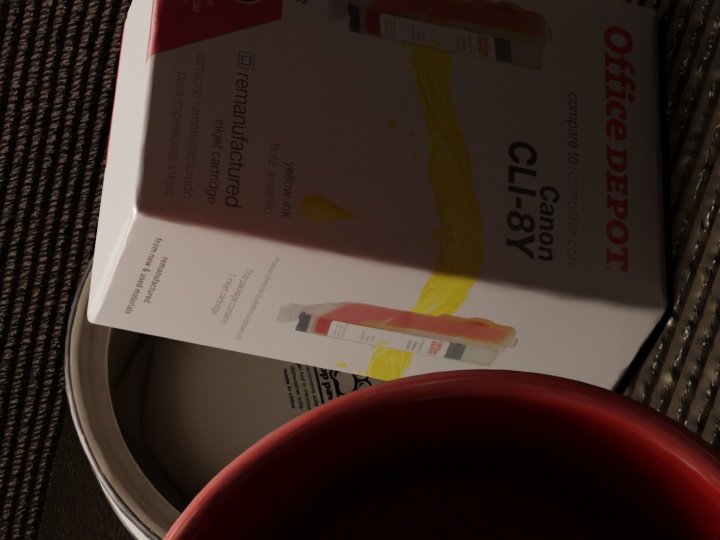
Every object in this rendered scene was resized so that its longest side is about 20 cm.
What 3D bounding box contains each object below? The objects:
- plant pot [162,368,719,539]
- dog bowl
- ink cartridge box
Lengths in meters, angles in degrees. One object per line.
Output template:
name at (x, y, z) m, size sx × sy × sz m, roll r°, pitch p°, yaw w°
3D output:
plant pot at (0.031, 0.126, 0.792) m, size 0.177 × 0.200 × 0.201 m, roll 85°, pitch -166°, yaw -88°
dog bowl at (-0.026, 0.052, 1.110) m, size 0.074 × 0.200 × 0.201 m, roll 113°, pitch 163°, yaw -63°
ink cartridge box at (0.009, -0.041, 0.997) m, size 0.083 × 0.199 × 0.145 m, roll 119°, pitch 159°, yaw -54°
